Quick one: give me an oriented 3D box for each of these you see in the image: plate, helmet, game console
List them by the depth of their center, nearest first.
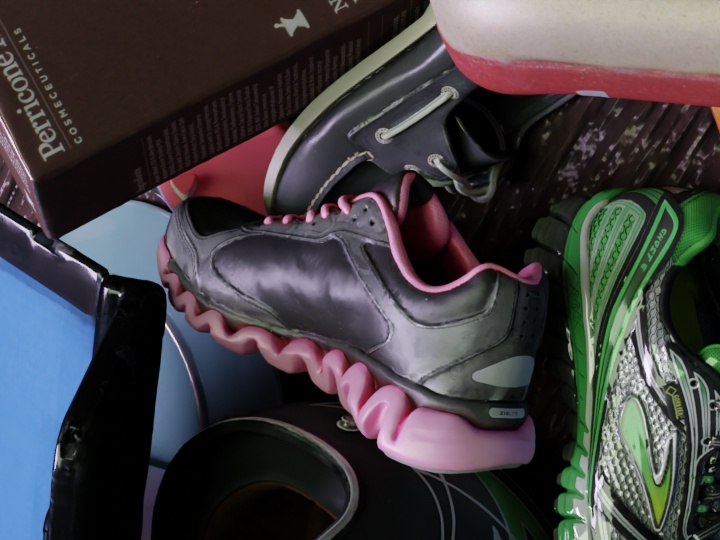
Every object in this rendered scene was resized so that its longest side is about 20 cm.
[{"bbox_3d":[-0.001,0.151,0.982,0.200,0.191,0.200,13,137,12],"label":"helmet"},{"bbox_3d":[-0.148,0.094,1.022,0.116,0.176,0.200,11,120,4],"label":"game console"},{"bbox_3d":[-0.111,0.067,1.192,0.200,0.026,0.200,11,107,42],"label":"plate"}]

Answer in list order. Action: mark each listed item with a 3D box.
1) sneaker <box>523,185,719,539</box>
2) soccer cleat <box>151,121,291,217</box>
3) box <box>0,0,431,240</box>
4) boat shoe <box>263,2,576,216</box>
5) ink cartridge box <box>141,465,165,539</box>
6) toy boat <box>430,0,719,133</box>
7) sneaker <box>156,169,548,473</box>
[{"bbox_3d":[0.118,0.066,0.925,0.085,0.078,0.200,-12,89,45],"label":"sneaker"},{"bbox_3d":[-0.085,-0.060,1.125,0.200,0.067,0.076,41,162,22],"label":"soccer cleat"},{"bbox_3d":[-0.058,-0.107,0.979,0.100,0.200,0.075,59,171,15],"label":"box"},{"bbox_3d":[0.033,-0.057,0.990,0.200,0.073,0.063,-43,66,37],"label":"boat shoe"},{"bbox_3d":[-0.098,0.195,1.150,0.136,0.076,0.200,13,116,37],"label":"ink cartridge box"},{"bbox_3d":[0.124,-0.093,0.867,0.200,0.131,0.131,8,146,25],"label":"toy boat"},{"bbox_3d":[0.000,0.000,0.967,0.200,0.079,0.096,29,114,40],"label":"sneaker"}]
